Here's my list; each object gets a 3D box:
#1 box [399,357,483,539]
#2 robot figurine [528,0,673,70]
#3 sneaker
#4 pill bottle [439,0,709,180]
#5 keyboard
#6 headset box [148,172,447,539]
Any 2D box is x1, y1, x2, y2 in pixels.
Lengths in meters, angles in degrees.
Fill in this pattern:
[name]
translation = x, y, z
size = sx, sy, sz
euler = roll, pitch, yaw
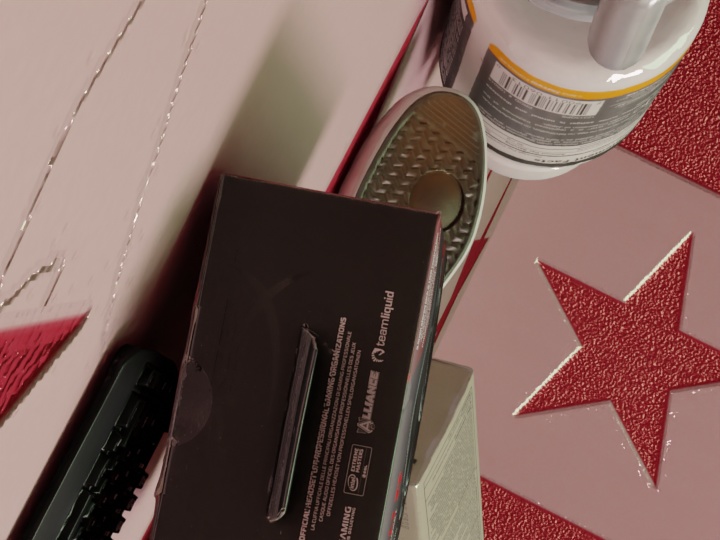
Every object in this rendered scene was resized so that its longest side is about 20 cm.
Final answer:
[box]
translation = 0.021, 0.147, 1.031
size = 0.201, 0.077, 0.095
euler = 84, 27, -43
[robot figurine]
translation = 0.102, -0.170, 0.706
size = 0.200, 0.112, 0.171
euler = 91, 1, -78
[sneaker]
translation = 0.000, 0.000, 0.882
size = 0.085, 0.072, 0.201
euler = 33, -76, 65
[pill bottle]
translation = 0.101, -0.118, 0.900
size = 0.117, 0.116, 0.200
euler = -62, 177, -13
[keyboard]
translation = -0.098, 0.123, 0.566
size = 0.201, 0.039, 0.104
euler = -62, 174, -6
[headset box]
translation = -0.018, 0.052, 0.622
size = 0.200, 0.077, 0.150
euler = 60, 40, -85
